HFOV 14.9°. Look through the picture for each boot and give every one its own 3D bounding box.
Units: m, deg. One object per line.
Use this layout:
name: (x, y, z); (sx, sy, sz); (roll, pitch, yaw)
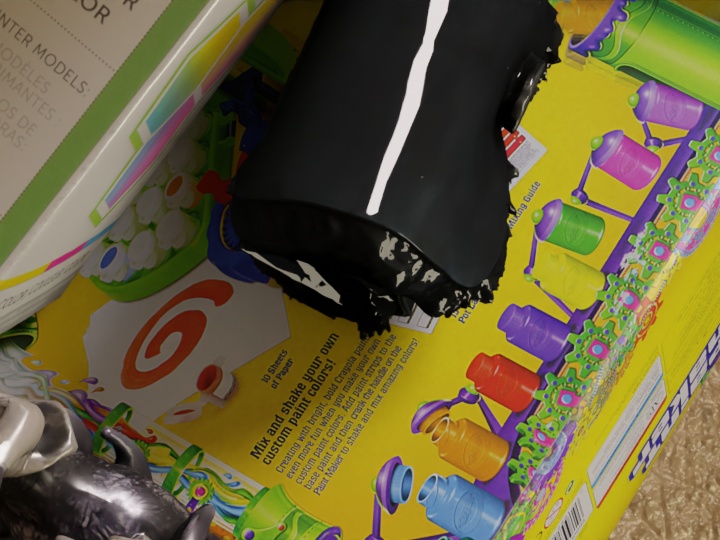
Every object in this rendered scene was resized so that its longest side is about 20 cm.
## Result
boot: (0.031, -0.077, 0.676); (0.200, 0.076, 0.168); (118, -6, -73)

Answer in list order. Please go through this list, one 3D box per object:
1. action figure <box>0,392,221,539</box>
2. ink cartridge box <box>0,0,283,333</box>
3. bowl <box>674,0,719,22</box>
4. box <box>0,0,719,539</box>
action figure: (-0.095, 0.067, 0.623); (0.102, 0.119, 0.200); (-59, 141, -14)
ink cartridge box: (-0.055, -0.075, 0.684); (0.200, 0.059, 0.104); (-51, 178, 14)
bowl: (0.060, -0.153, 0.879); (0.108, 0.200, 0.200); (-9, -170, 14)
box: (0.000, 0.000, 0.822); (0.200, 0.193, 0.122); (-56, 161, -13)
